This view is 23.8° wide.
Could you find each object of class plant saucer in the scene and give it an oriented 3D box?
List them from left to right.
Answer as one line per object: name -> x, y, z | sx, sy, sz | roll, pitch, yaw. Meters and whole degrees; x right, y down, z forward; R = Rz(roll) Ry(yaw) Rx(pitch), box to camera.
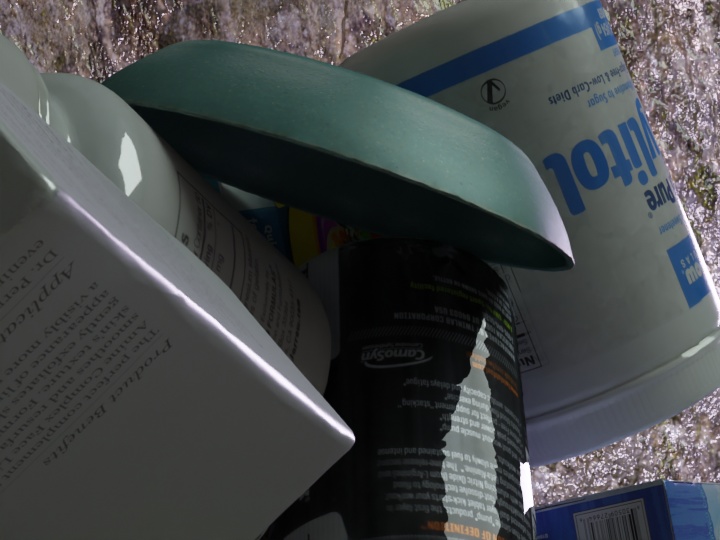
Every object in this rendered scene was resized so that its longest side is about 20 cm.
plant saucer -> -0.009, -0.047, 0.657 | 0.198, 0.036, 0.200 | 17, -4, 1

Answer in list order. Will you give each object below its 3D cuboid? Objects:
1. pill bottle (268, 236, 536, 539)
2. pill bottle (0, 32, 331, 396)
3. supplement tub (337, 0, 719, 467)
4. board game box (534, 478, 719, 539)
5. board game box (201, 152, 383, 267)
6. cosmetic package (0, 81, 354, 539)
pill bottle -> 0.016, 0.095, 0.663 | 0.106, 0.105, 0.202 | 48, 31, -44
pill bottle -> -0.104, -0.001, 0.590 | 0.114, 0.114, 0.200 | 45, 0, 42
supplement tub -> 0.080, -0.026, 0.789 | 0.132, 0.131, 0.202 | -150, -144, -85
board game box -> 0.103, 0.138, 0.794 | 0.198, 0.199, 0.044 | 9, 67, -52
board game box -> 0.000, 0.000, 0.827 | 0.199, 0.047, 0.153 | -10, 83, -48
cosmetic package -> -0.082, 0.027, 0.396 | 0.074, 0.102, 0.200 | 47, -2, 23
